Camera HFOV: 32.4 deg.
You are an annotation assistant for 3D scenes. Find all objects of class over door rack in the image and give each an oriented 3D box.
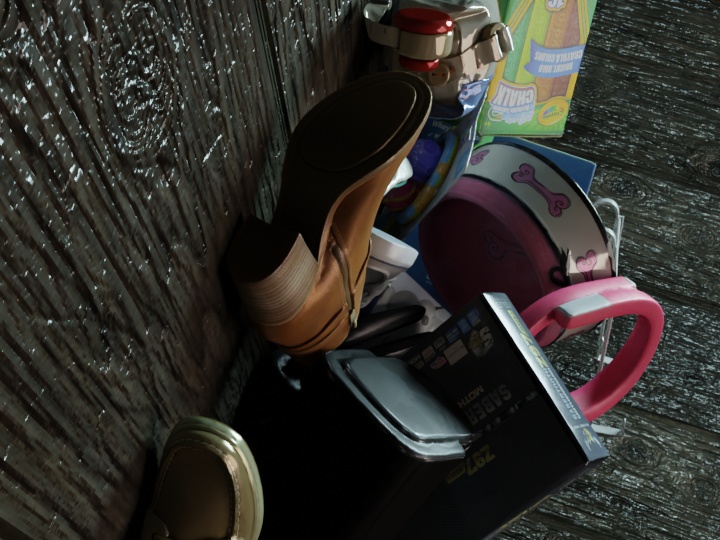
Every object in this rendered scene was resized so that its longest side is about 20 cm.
[{"bbox_3d":[0.236,0.048,1.261,0.148,0.066,0.201,-65,151,-58],"label":"over door rack"}]

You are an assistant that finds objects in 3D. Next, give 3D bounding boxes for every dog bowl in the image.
[{"bbox_3d":[0.134,-0.013,1.137,0.074,0.200,0.201,-31,147,-29],"label":"dog bowl"}]

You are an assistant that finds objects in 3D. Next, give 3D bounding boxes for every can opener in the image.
[{"bbox_3d":[-0.009,0.068,1.044,0.199,0.064,0.078,-25,179,-41],"label":"can opener"}]

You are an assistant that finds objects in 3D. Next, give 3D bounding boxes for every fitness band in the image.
[{"bbox_3d":[0.183,0.078,1.076,0.199,0.037,0.144,-9,129,-38],"label":"fitness band"}]

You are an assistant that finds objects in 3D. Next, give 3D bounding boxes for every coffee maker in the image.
[{"bbox_3d":[-0.024,0.172,0.915,0.200,0.134,0.192,-56,174,19],"label":"coffee maker"}]

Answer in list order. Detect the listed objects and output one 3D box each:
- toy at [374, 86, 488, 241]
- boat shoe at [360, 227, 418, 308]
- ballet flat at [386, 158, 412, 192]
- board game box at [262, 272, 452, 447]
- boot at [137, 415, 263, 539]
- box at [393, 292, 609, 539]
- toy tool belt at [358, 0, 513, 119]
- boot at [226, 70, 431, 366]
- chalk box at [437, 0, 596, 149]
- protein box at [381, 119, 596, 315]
[{"bbox_3d":[0.042,-0.080,1.137,0.200,0.047,0.116,-53,-166,47],"label":"toy"},{"bbox_3d":[0.000,0.000,1.039,0.200,0.073,0.066,129,-15,-86],"label":"boat shoe"},{"bbox_3d":[-0.001,-0.087,1.006,0.200,0.069,0.070,-48,153,-67],"label":"ballet flat"},{"bbox_3d":[0.035,0.130,1.148,0.199,0.043,0.201,42,72,-32],"label":"board game box"},{"bbox_3d":[-0.124,0.203,0.751,0.155,0.072,0.201,-51,156,-60],"label":"boot"},{"bbox_3d":[0.076,0.138,0.999,0.200,0.158,0.051,-40,160,26],"label":"box"},{"bbox_3d":[0.061,-0.166,1.021,0.200,0.124,0.124,-61,158,-64],"label":"toy tool belt"},{"bbox_3d":[-0.012,-0.033,0.882,0.200,0.074,0.155,-49,153,-12],"label":"boot"},{"bbox_3d":[0.127,-0.198,1.195,0.124,0.124,0.201,-7,116,-40],"label":"chalk box"},{"bbox_3d":[0.119,-0.034,1.318,0.135,0.197,0.201,95,13,-77],"label":"protein box"}]
